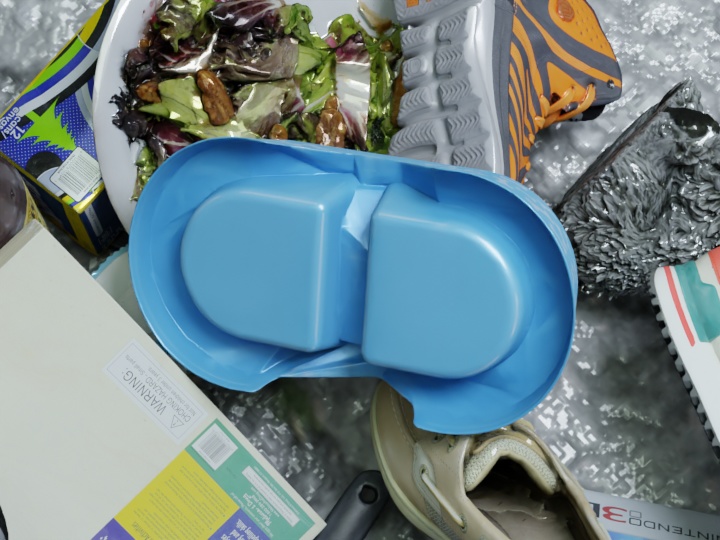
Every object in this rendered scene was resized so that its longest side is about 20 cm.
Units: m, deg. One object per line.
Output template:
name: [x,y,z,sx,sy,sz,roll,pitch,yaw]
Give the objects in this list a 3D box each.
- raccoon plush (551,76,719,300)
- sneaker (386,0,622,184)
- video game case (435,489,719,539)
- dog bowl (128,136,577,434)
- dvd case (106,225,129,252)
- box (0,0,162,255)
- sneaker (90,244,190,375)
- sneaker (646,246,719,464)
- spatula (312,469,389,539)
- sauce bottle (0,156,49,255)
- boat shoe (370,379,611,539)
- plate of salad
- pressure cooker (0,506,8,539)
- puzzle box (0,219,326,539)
raccoon plush: [0.152,0.005,0.822,0.134,0.097,0.200,45,109,-1]
sneaker: [0.074,-0.064,0.788,0.112,0.077,0.201,12,79,-40]
video game case: [0.111,0.177,0.712,0.180,0.046,0.200,10,35,4]
dog bowl: [0.000,0.000,0.718,0.199,0.050,0.112,10,108,19]
dvd case: [-0.038,-0.075,0.864,0.148,0.016,0.201,26,74,7]
box: [-0.092,-0.108,0.828,0.064,0.070,0.200,38,76,11]
sneaker: [-0.136,0.086,0.785,0.081,0.077,0.200,35,80,2]
sneaker: [0.198,0.068,0.717,0.093,0.070,0.200,-25,62,9]
spatula: [-0.046,0.177,0.782,0.056,0.021,0.200,33,75,4]
sauce bottle: [-0.176,-0.020,0.752,0.066,0.200,0.066,0,74,-1]
boat shoe: [0.061,0.093,0.725,0.072,0.065,0.200,-8,36,-18]
plate of salad: [-0.027,-0.074,0.790,0.199,0.048,0.201,-4,99,-27]
pressure cooker: [-0.226,0.166,0.610,0.178,0.176,0.201,1,54,2]
puzzle box: [-0.124,0.093,0.744,0.133,0.025,0.200,-44,114,-8]
